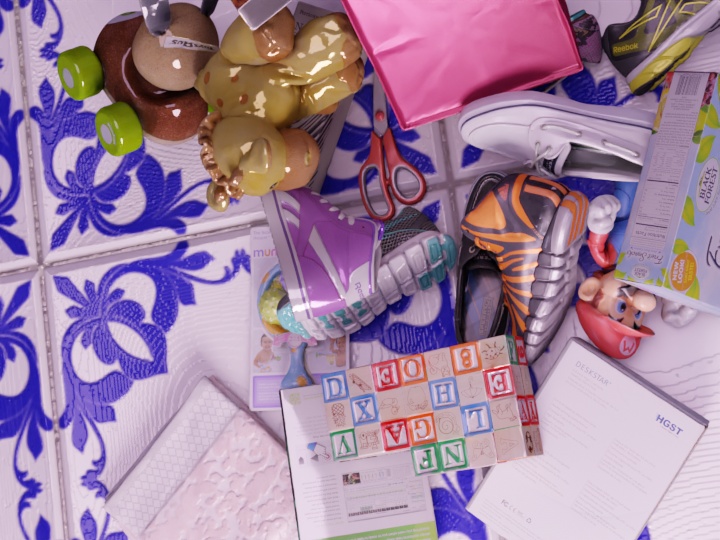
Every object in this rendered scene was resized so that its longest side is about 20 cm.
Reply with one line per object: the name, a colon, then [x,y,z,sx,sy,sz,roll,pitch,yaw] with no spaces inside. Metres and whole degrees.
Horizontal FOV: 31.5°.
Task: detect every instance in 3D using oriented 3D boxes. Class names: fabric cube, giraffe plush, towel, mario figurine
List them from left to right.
towel: [-0.161,0.247,1.381,0.191,0.032,0.201,41,96,16]
giraffe plush: [-0.093,-0.146,1.230,0.197,0.173,0.164,-2,68,0]
fabric cube: [0.089,-0.298,1.248,0.194,0.201,0.201,-15,44,14]
mario figurine: [0.277,-0.011,1.248,0.122,0.106,0.203,13,86,15]

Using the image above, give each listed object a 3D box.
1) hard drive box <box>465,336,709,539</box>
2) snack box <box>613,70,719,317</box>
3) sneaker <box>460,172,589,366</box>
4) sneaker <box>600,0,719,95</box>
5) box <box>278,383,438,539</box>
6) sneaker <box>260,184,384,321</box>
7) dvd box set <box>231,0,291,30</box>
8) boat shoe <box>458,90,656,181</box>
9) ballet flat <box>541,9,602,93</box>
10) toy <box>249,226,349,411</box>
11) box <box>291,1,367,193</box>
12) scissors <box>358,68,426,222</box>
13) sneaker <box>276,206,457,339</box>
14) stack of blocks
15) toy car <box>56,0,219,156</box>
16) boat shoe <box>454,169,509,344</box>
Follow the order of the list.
hard drive box: [0.223,0.191,1.248,0.155,0.077,0.201,34,97,17]
snack box: [0.336,-0.065,1.203,0.067,0.167,0.203,10,84,53]
sneaker: [0.153,-0.008,1.255,0.111,0.077,0.202,24,123,24]
sneaker: [0.324,-0.271,1.275,0.200,0.074,0.085,-45,82,7]
box: [-0.002,0.212,1.316,0.142,0.036,0.203,-7,80,-4]
sneaker: [-0.037,-0.049,1.287,0.113,0.073,0.202,-18,63,-1]
dvd box set: [-0.079,-0.321,1.212,0.146,0.029,0.201,-37,39,6]
boat shoe: [0.189,-0.123,1.219,0.197,0.074,0.067,3,58,14]
ballet flat: [0.158,-0.207,1.331,0.198,0.069,0.072,-18,98,13]
toy: [-0.070,0.047,1.369,0.114,0.047,0.203,-3,83,14]
box: [-0.058,-0.179,1.381,0.081,0.068,0.202,18,90,16]
scissors: [0.016,-0.154,1.386,0.072,0.014,0.203,-19,80,15]
sneaker: [0.000,0.000,1.334,0.198,0.078,0.092,-25,43,-4]
stack of blocks: [0.068,0.140,1.241,0.198,0.058,0.117,-13,79,23]
toy car: [-0.205,-0.243,1.335,0.163,0.200,0.158,-27,72,-33]
boat shoe: [0.132,-0.006,1.313,0.068,0.057,0.203,3,84,16]
